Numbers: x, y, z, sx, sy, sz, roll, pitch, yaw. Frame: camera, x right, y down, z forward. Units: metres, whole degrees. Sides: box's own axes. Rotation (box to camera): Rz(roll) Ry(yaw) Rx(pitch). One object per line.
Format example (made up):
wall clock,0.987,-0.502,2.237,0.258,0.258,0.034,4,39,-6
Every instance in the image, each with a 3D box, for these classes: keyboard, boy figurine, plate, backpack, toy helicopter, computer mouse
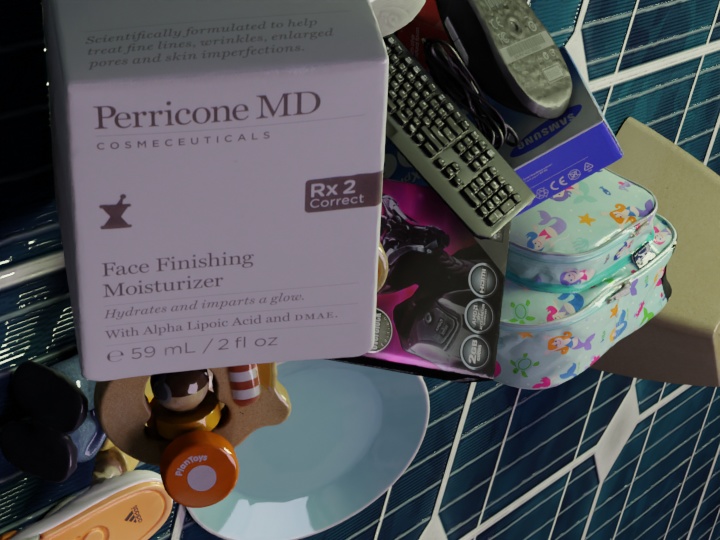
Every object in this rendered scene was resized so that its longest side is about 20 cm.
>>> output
keyboard,0.047,-0.119,1.399,0.040,0.200,0.104,-41,179,39
boy figurine,-0.147,0.086,1.341,0.200,0.064,0.125,-9,118,-59
plate,-0.043,0.125,1.554,0.200,0.026,0.200,-16,135,-16
backpack,0.150,-0.003,1.741,0.200,0.177,0.151,-40,144,-27
toy helicopter,-0.074,0.036,1.237,0.200,0.079,0.132,-37,118,6
computer mouse,0.091,-0.197,1.475,0.046,0.200,0.140,-32,-178,40

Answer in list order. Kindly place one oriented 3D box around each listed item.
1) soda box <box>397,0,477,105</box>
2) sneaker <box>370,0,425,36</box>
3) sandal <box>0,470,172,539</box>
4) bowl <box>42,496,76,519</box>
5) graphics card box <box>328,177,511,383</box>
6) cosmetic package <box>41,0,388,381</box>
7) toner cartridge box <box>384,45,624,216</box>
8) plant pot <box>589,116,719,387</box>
soda box,0.069,-0.120,1.586,0.063,0.070,0.200,-45,149,-38
sneaker,-0.046,-0.161,1.327,0.200,0.072,0.072,-28,150,-35
sandal,-0.195,0.196,1.279,0.206,0.059,0.079,-33,134,-16
bowl,-0.200,0.272,1.397,0.200,0.075,0.200,-54,153,-26
graphics card box,0.000,0.000,1.391,0.200,0.051,0.126,12,79,-24
cosmetic package,-0.082,-0.073,1.122,0.165,0.164,0.200,-106,-166,-48
toner cartridge box,0.080,-0.074,1.493,0.200,0.095,0.043,-29,133,8
plant pot,0.307,0.004,2.073,0.200,0.177,0.200,-57,155,-17
